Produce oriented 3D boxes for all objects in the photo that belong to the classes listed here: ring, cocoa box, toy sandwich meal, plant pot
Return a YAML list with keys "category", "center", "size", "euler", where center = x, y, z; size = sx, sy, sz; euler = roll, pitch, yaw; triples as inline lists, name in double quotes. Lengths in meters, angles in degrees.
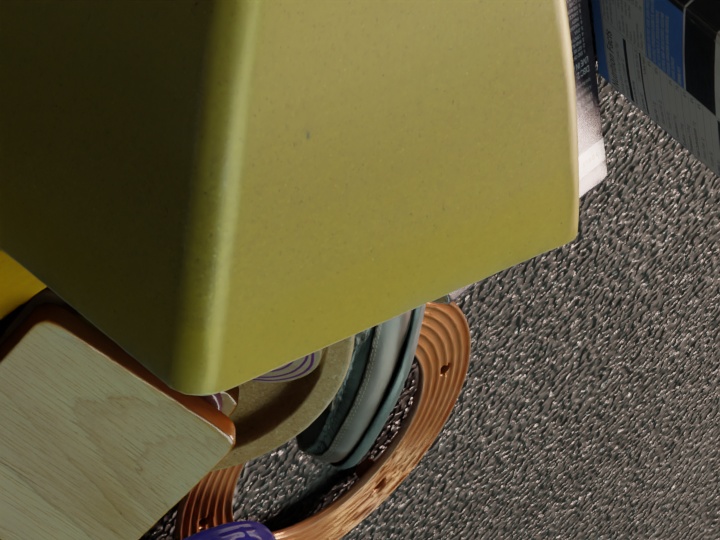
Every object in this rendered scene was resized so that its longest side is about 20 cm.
- category: "ring"
  center: [-0.021, 0.087, 1.419]
  size: [0.200, 0.019, 0.201]
  euler: [-33, 149, -22]
- category: "cocoa box"
  center: [0.225, -0.154, 1.324]
  size: [0.200, 0.131, 0.134]
  euler: [-39, 151, -14]
- category: "toy sandwich meal"
  center: [-0.101, 0.037, 1.103]
  size: [0.204, 0.070, 0.206]
  euler: [2, 132, 2]
- category: "plant pot"
  center: [-0.040, -0.104, 0.985]
  size: [0.200, 0.200, 0.177]
  euler: [-22, 134, -38]

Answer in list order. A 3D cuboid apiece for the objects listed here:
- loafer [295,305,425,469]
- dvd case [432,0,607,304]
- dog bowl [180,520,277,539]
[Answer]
- category: "loafer"
  center: [0.000, 0.000, 1.291]
  size: [0.063, 0.072, 0.201]
  euler: [13, 111, -23]
- category: "dvd case"
  center: [0.056, -0.106, 1.150]
  size: [0.149, 0.016, 0.201]
  euler: [-37, 125, -49]
- category: "dog bowl"
  center: [-0.106, 0.217, 1.359]
  size: [0.200, 0.079, 0.200]
  euler: [-33, 163, -12]
